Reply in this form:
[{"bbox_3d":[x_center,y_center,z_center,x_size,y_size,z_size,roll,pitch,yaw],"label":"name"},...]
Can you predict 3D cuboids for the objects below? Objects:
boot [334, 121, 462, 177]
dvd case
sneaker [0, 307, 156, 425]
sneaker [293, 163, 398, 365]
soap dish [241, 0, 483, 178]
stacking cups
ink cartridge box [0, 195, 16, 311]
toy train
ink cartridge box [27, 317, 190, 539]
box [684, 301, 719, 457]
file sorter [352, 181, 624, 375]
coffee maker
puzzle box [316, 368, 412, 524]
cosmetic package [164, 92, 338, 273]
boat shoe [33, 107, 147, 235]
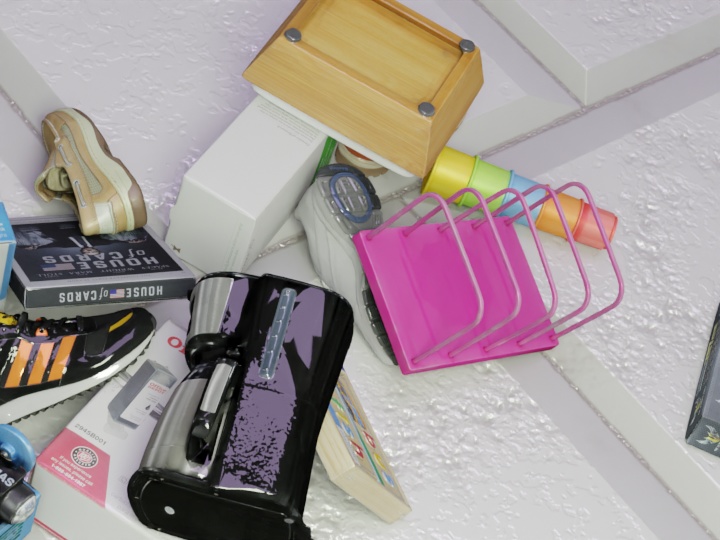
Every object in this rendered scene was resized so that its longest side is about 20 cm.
[{"bbox_3d":[0.060,-0.181,1.849,0.075,0.107,0.200,36,47,16],"label":"boot"},{"bbox_3d":[-0.246,-0.012,1.586,0.150,0.025,0.200,-4,19,-22],"label":"dvd case"},{"bbox_3d":[-0.271,0.064,1.486,0.200,0.090,0.070,-26,19,-6],"label":"sneaker"},{"bbox_3d":[0.000,0.000,1.695,0.074,0.087,0.200,-12,74,-35],"label":"sneaker"},{"bbox_3d":[0.010,-0.195,1.716,0.200,0.081,0.157,30,49,4],"label":"soap dish"},{"bbox_3d":[0.162,-0.068,1.824,0.200,0.061,0.061,22,47,-5],"label":"stacking cups"},{"bbox_3d":[-0.371,-0.050,1.563,0.084,0.145,0.200,-8,53,-24],"label":"ink cartridge box"},{"bbox_3d":[-0.342,0.149,1.420,0.200,0.114,0.087,35,44,12],"label":"toy train"},{"bbox_3d":[-0.163,0.155,1.496,0.146,0.085,0.200,32,46,9],"label":"ink cartridge box"},{"bbox_3d":[0.414,0.113,1.746,0.158,0.051,0.200,22,48,1],"label":"box"},{"bbox_3d":[0.124,-0.002,1.646,0.200,0.125,0.139,-7,71,-41],"label":"file sorter"},{"bbox_3d":[-0.068,0.120,1.412,0.192,0.135,0.200,28,56,-18],"label":"coffee maker"},{"bbox_3d":[-0.026,0.117,1.553,0.025,0.133,0.200,-32,58,8],"label":"puzzle box"},{"bbox_3d":[-0.099,-0.093,1.717,0.085,0.108,0.200,30,49,6],"label":"cosmetic package"},{"bbox_3d":[-0.269,-0.092,1.661,0.076,0.072,0.200,-22,34,-19],"label":"boat shoe"}]
